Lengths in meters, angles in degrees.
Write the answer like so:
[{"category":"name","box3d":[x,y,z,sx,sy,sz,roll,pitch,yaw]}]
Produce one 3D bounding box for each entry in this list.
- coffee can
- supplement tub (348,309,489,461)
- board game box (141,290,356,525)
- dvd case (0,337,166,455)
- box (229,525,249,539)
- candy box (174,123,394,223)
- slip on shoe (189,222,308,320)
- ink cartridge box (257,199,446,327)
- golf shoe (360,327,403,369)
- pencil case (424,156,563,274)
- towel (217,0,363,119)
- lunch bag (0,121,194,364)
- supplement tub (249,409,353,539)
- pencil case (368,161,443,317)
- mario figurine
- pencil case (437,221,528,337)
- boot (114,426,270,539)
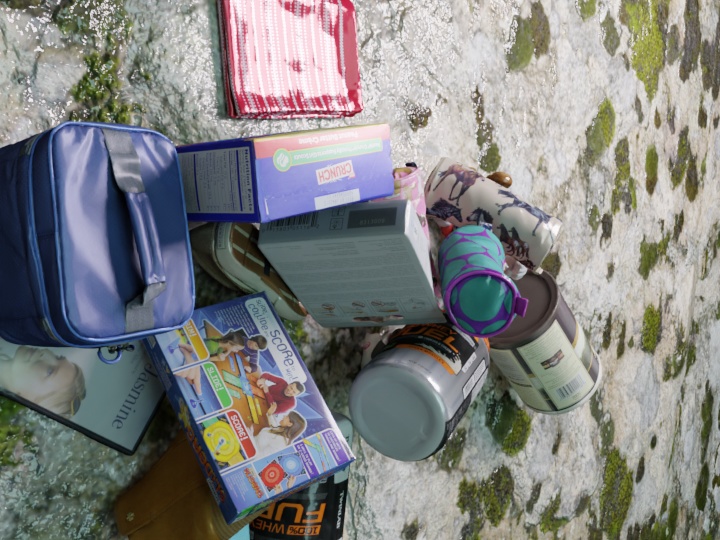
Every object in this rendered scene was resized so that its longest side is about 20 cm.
[{"category":"coffee can","box3d":[0.274,0.112,1.171,0.200,0.146,0.147,51,59,-36]},{"category":"supplement tub","box3d":[0.079,0.125,0.887,0.200,0.122,0.123,-37,121,-58]},{"category":"board game box","box3d":[-0.109,0.123,0.726,0.135,0.034,0.200,-14,65,-38]},{"category":"dvd case","box3d":[-0.259,0.074,0.710,0.200,0.018,0.143,42,64,-40]},{"category":"box","box3d":[-0.150,0.332,0.734,0.049,0.082,0.200,33,37,-43]},{"category":"candy box","box3d":[-0.096,-0.094,0.732,0.169,0.200,0.077,-16,105,-44]},{"category":"slip on shoe","box3d":[-0.118,0.002,0.824,0.200,0.060,0.076,41,47,-60]},{"category":"ink cartridge box","box3d":[0.000,0.000,0.821,0.200,0.160,0.047,58,33,-55]},{"category":"golf shoe","box3d":[0.081,0.117,1.027,0.200,0.077,0.088,-7,92,-46]},{"category":"pencil case","box3d":[0.176,-0.072,1.016,0.090,0.200,0.078,-63,176,38]},{"category":"towel","box3d":[-0.074,-0.250,0.867,0.200,0.022,0.145,-13,102,-44]},{"category":"lunch bag","box3d":[-0.224,-0.021,0.630,0.136,0.132,0.201,-8,89,-51]},{"category":"supplement tub","box3d":[-0.076,0.259,0.842,0.122,0.122,0.201,6,89,-46]},{"category":"pencil case","box3d":[0.056,-0.036,0.977,0.086,0.083,0.200,-34,117,-50]},{"category":"mario figurine","box3d":[0.172,-0.048,1.074,0.106,0.123,0.201,17,77,-58]},{"category":"pencil case","box3d":[0.140,0.007,0.898,0.200,0.092,0.085,-74,174,-71]},{"category":"boot","box3d":[-0.185,0.192,0.751,0.144,0.201,0.071,-30,147,3]}]
